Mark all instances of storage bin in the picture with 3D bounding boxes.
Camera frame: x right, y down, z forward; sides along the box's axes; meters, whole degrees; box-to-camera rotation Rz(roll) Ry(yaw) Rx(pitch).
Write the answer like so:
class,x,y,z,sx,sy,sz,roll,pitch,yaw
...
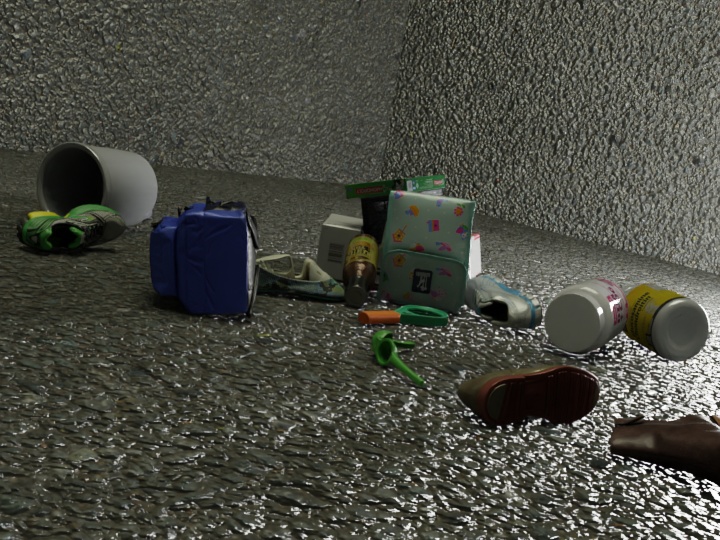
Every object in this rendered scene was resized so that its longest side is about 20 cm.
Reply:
class,x,y,z,sx,sy,sz,roll,pitch,yaw
storage bin,0.090,-0.112,1.879,0.132,0.096,0.200,-5,4,19

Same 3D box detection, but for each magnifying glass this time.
class,x,y,z,sx,sy,sz,roll,pitch,yaw
magnifying glass,0.072,0.076,1.514,0.079,0.023,0.198,19,13,42

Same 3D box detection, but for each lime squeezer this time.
class,x,y,z,sx,sy,sz,roll,pitch,yaw
lime squeezer,0.046,0.116,1.243,0.070,0.038,0.200,41,6,-6

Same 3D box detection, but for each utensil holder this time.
class,x,y,z,sx,sy,sz,roll,pitch,yaw
utensil holder,-0.532,-0.170,1.869,0.166,0.174,0.199,13,8,19

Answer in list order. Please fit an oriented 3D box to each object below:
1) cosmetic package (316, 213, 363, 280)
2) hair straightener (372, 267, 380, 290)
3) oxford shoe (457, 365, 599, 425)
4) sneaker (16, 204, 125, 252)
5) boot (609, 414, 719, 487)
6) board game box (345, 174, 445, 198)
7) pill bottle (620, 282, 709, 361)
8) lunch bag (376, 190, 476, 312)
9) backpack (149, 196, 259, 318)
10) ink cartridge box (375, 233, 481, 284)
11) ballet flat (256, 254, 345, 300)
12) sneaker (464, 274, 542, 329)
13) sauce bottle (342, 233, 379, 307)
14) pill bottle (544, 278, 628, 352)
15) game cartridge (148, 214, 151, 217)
class,x,y,z,sx,sy,sz,roll,pitch,yaw
cosmetic package,-0.040,-0.050,1.871,0.083,0.110,0.200,9,11,3
hair straightener,0.087,0.011,1.736,0.196,0.079,0.041,12,8,14
oxford shoe,0.208,0.144,1.112,0.196,0.072,0.074,6,5,-32
sneaker,-0.496,-0.063,1.604,0.084,0.080,0.198,24,25,34
boot,0.352,0.205,0.981,0.163,0.074,0.200,0,7,18
board game box,0.073,-0.168,1.824,0.132,0.030,0.199,-5,5,28
pill bottle,0.539,0.086,1.669,0.109,0.115,0.200,8,9,-12
lunch bag,0.119,-0.032,1.673,0.166,0.205,0.122,8,-9,2
backpack,-0.233,-0.033,1.393,0.164,0.167,0.200,6,10,-5
ink cartridge box,0.134,-0.022,1.826,0.195,0.087,0.145,-2,5,17
ballet flat,-0.111,0.009,1.566,0.196,0.076,0.074,6,10,-25
sneaker,0.233,0.057,1.652,0.085,0.077,0.199,-7,15,-32
sauce bottle,0.000,0.000,1.643,0.063,0.066,0.201,9,26,-2
pill bottle,0.384,0.077,1.553,0.111,0.116,0.199,14,11,26
game cartridge,-0.584,-0.143,2.072,0.195,0.039,0.130,10,13,-1
